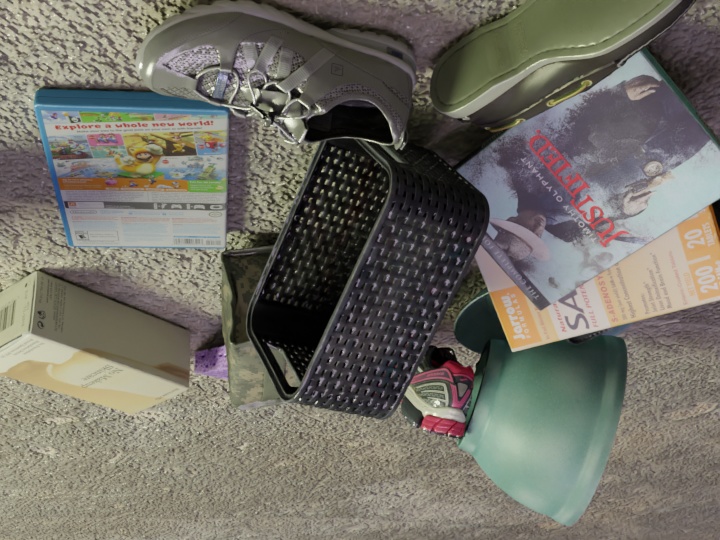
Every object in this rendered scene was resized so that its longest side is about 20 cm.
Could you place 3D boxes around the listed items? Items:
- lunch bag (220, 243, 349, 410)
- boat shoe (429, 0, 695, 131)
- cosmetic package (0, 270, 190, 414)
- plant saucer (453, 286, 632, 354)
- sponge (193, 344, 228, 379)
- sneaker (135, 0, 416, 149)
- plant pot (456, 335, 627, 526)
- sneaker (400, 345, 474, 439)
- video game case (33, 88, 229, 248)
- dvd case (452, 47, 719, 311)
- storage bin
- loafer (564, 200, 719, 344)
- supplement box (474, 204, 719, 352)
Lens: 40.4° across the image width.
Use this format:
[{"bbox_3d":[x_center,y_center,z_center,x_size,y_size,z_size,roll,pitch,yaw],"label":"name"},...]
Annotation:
[{"bbox_3d":[-0.035,0.054,0.963,0.198,0.119,0.164,-6,153,-11],"label":"lunch bag"},{"bbox_3d":[0.141,-0.154,0.666,0.200,0.072,0.060,-21,152,40],"label":"boat shoe"},{"bbox_3d":[-0.282,0.081,1.015,0.105,0.072,0.199,-26,144,33],"label":"cosmetic package"},{"bbox_3d":[0.196,0.036,1.039,0.199,0.039,0.202,-4,151,-2],"label":"plant saucer"},{"bbox_3d":[-0.079,0.116,1.120,0.198,0.030,0.111,12,164,-29],"label":"sponge"},{"bbox_3d":[-0.053,-0.127,0.668,0.198,0.083,0.075,3,150,-12],"label":"sneaker"},{"bbox_3d":[0.178,0.147,1.019,0.133,0.202,0.201,17,150,3],"label":"plant pot"},{"bbox_3d":[0.071,0.110,1.044,0.080,0.075,0.200,15,-172,-23],"label":"sneaker"},{"bbox_3d":[-0.180,-0.077,0.807,0.142,0.018,0.201,1,150,-8],"label":"video game case"},{"bbox_3d":[0.173,-0.070,0.765,0.199,0.022,0.146,-35,104,34],"label":"dvd case"},{"bbox_3d":[0.000,0.000,0.772,0.093,0.135,0.201,14,111,-30],"label":"storage bin"},{"bbox_3d":[0.269,0.009,0.916,0.200,0.071,0.068,-38,132,18],"label":"loafer"},{"bbox_3d":[0.206,-0.020,0.848,0.198,0.074,0.127,-17,112,21],"label":"supplement box"}]
